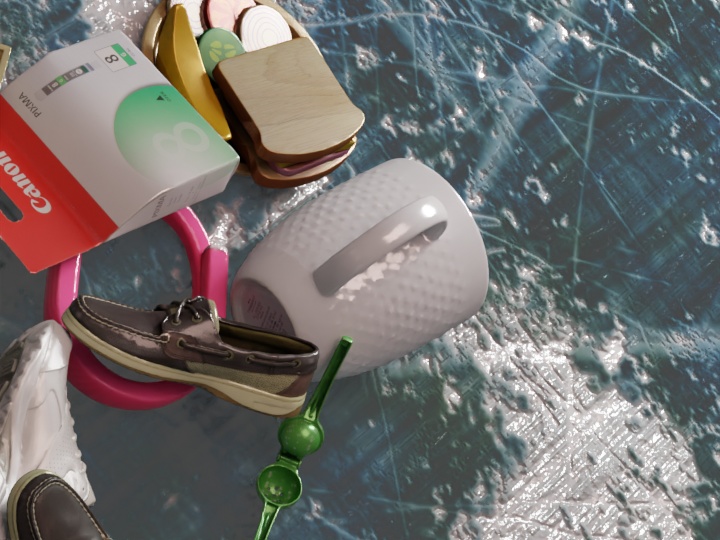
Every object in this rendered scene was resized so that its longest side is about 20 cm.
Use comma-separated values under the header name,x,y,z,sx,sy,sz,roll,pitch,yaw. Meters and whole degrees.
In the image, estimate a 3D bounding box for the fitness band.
name,x,y,z,sx,sy,sz,roll,pitch,yaw
fitness band,-0.175,0.016,1.780,0.143,0.037,0.200,18,57,-25

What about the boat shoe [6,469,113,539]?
name,x,y,z,sx,sy,sz,roll,pitch,yaw
boat shoe,-0.181,0.229,1.606,0.072,0.066,0.201,-36,112,-38

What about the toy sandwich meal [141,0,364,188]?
name,x,y,z,sx,sy,sz,roll,pitch,yaw
toy sandwich meal,-0.089,-0.163,1.907,0.205,0.070,0.205,15,59,-27

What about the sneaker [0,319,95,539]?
name,x,y,z,sx,sy,sz,roll,pitch,yaw
sneaker,-0.236,0.135,1.662,0.099,0.078,0.200,26,63,-28

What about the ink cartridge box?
name,x,y,z,sx,sy,sz,roll,pitch,yaw
ink cartridge box,-0.219,-0.097,1.774,0.200,0.050,0.161,-25,63,-41

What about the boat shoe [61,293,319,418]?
name,x,y,z,sx,sy,sz,roll,pitch,yaw
boat shoe,-0.125,0.049,1.715,0.200,0.065,0.073,19,18,-23

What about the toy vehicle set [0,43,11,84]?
name,x,y,z,sx,sy,sz,roll,pitch,yaw
toy vehicle set,-0.346,-0.103,1.715,0.124,0.027,0.200,17,57,-10

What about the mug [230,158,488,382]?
name,x,y,z,sx,sy,sz,roll,pitch,yaw
mug,0.000,0.000,1.800,0.175,0.200,0.148,-28,81,-32

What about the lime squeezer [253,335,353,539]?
name,x,y,z,sx,sy,sz,roll,pitch,yaw
lime squeezer,-0.055,0.143,1.761,0.038,0.071,0.200,22,82,12
